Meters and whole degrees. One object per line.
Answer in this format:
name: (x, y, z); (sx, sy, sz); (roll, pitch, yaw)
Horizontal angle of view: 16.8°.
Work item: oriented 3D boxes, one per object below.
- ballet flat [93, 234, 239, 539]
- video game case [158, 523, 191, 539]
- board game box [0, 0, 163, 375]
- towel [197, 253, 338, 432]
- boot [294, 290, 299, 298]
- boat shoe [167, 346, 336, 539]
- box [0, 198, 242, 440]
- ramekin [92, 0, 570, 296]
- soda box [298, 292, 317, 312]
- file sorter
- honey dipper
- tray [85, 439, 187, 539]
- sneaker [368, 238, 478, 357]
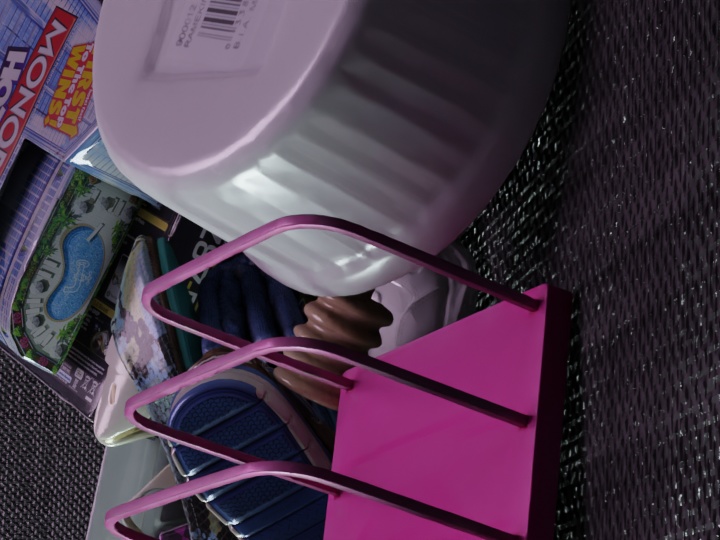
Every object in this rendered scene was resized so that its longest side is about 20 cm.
ballet flat: (-0.086, 0.085, 1.125); (0.074, 0.074, 0.201); (139, 111, -79)
video game case: (-0.054, 0.237, 1.222); (0.181, 0.036, 0.201); (103, 145, -71)
board game box: (-0.147, -0.062, 1.192); (0.200, 0.062, 0.201); (29, 93, 54)
towel: (-0.019, 0.093, 1.161); (0.112, 0.048, 0.201); (-107, -6, -65)
boot: (-0.094, -0.055, 1.328); (0.158, 0.211, 0.079); (-44, -4, -34)
boat shoe: (-0.012, 0.115, 1.066); (0.201, 0.072, 0.072); (61, -165, -19)
box: (-0.133, -0.023, 1.244); (0.200, 0.049, 0.162); (28, 97, 53)
ramekin: (-0.019, -0.099, 0.982); (0.200, 0.097, 0.201); (-25, 54, 40)
soda box: (-0.005, 0.067, 1.259); (0.068, 0.064, 0.201); (-98, 14, -50)
file sorter: (-0.019, 0.099, 0.894); (0.139, 0.125, 0.201); (-26, 51, 51)
honey dipper: (0.022, -0.037, 1.022); (0.201, 0.038, 0.038); (-64, 10, 3)
tray: (-0.089, 0.113, 1.319); (0.200, 0.022, 0.108); (0, -78, -69)
sneaker: (0.000, 0.000, 1.125); (0.201, 0.099, 0.078); (-95, 12, -49)
